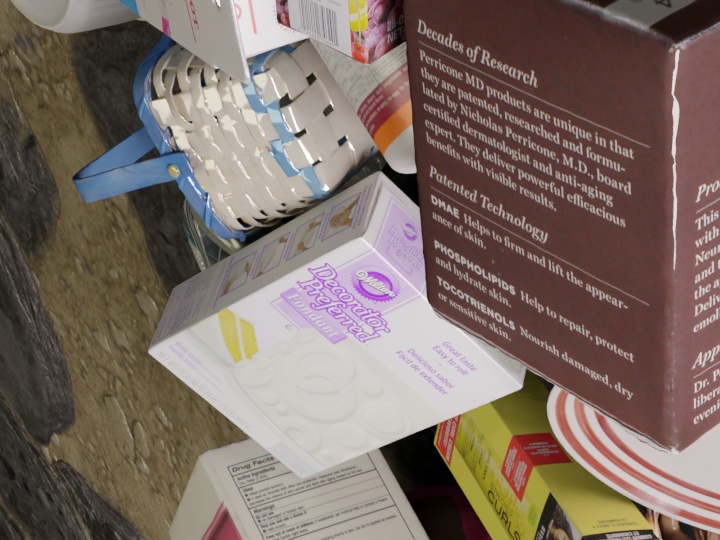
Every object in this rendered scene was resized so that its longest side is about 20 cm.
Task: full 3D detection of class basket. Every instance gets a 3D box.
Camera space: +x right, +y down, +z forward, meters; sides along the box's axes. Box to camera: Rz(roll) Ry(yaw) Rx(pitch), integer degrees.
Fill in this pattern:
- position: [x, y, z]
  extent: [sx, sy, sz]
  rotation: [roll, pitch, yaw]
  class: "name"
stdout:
- position: [-0.068, -0.105, 1.008]
  extent: [0.199, 0.176, 0.140]
  rotation: [-14, 114, 45]
  class: "basket"

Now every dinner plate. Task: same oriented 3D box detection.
- position: [0.193, 0.088, 0.822]
  extent: [0.198, 0.024, 0.201]
  rotation: [17, 151, 10]
  class: "dinner plate"

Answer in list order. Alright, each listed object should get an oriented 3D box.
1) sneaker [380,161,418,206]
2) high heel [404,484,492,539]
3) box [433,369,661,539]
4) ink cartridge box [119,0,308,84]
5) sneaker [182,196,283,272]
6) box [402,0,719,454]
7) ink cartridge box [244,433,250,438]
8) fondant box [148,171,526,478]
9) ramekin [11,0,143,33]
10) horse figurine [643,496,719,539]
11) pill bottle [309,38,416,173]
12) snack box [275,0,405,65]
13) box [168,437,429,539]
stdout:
- position: [-0.002, -0.002, 1.052]
  extent: [0.060, 0.104, 0.200]
  rotation: [49, 149, 21]
  class: "sneaker"
- position: [0.051, 0.181, 1.126]
  extent: [0.199, 0.096, 0.068]
  rotation: [-5, 77, 51]
  class: "high heel"
- position: [0.106, 0.131, 0.968]
  extent: [0.200, 0.050, 0.076]
  rotation: [-121, 37, -54]
  class: "box"
- position: [-0.076, -0.179, 0.826]
  extent: [0.200, 0.067, 0.116]
  rotation: [40, 145, 56]
  class: "ink cartridge box"
- position: [-0.070, 0.008, 1.203]
  extent: [0.201, 0.077, 0.087]
  rotation: [59, 148, 26]
  class: "sneaker"
- position: [0.133, -0.065, 0.720]
  extent: [0.164, 0.165, 0.202]
  rotation: [31, 139, 43]
  class: "box"
- position: [-0.072, 0.062, 1.281]
  extent: [0.163, 0.057, 0.201]
  rotation: [47, 152, 25]
  class: "ink cartridge box"
- position: [-0.013, 0.040, 0.993]
  extent: [0.199, 0.059, 0.144]
  rotation: [-28, 121, 39]
  class: "fondant box"
- position: [-0.213, -0.266, 1.174]
  extent: [0.202, 0.094, 0.204]
  rotation: [38, 143, 35]
  class: "ramekin"
- position: [0.168, 0.164, 0.983]
  extent: [0.200, 0.050, 0.134]
  rotation: [-23, 87, 64]
  class: "horse figurine"
- position: [0.013, -0.163, 0.885]
  extent: [0.201, 0.109, 0.110]
  rotation: [58, 151, 6]
  class: "pill bottle"
- position: [0.034, -0.222, 0.737]
  extent: [0.067, 0.168, 0.201]
  rotation: [28, 138, 33]
  class: "snack box"
- position: [-0.026, 0.215, 1.083]
  extent: [0.201, 0.127, 0.109]
  rotation: [59, 145, 27]
  class: "box"
